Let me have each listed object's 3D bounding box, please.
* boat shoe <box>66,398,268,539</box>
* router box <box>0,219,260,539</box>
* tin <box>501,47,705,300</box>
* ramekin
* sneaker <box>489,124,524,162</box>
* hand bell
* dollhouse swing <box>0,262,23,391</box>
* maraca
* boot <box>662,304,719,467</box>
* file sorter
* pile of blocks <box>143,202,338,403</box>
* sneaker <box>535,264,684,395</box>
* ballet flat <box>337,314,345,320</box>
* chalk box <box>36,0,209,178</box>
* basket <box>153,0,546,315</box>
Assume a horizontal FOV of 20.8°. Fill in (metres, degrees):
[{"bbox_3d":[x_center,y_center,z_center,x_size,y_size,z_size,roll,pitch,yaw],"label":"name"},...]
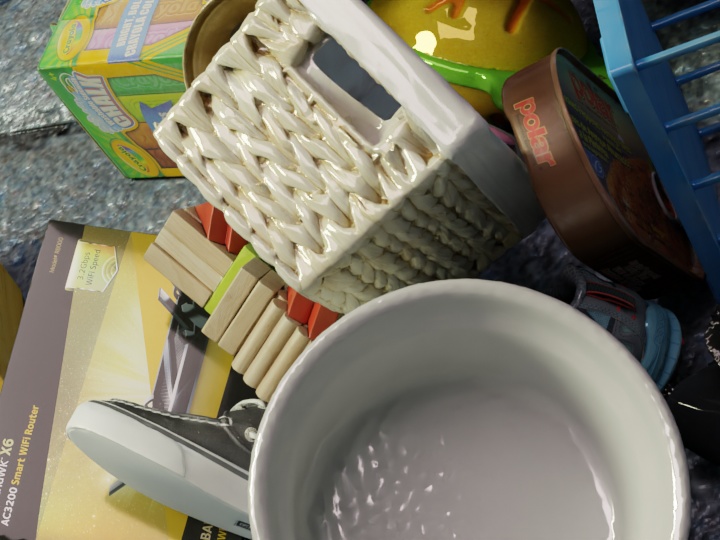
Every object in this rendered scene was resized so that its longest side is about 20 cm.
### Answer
[{"bbox_3d":[-0.057,0.102,1.051,0.200,0.072,0.068,22,68,-5],"label":"boat shoe"},{"bbox_3d":[-0.125,0.078,1.133,0.157,0.052,0.200,8,66,7],"label":"router box"},{"bbox_3d":[0.130,-0.048,1.036,0.042,0.200,0.112,-22,69,21],"label":"tin"},{"bbox_3d":[0.049,0.114,0.926,0.200,0.098,0.201,0,71,-1],"label":"ramekin"},{"bbox_3d":[0.014,-0.040,1.209,0.200,0.079,0.096,-8,73,29],"label":"sneaker"},{"bbox_3d":[-0.026,-0.143,1.254,0.104,0.104,0.200,-15,8,23],"label":"hand bell"},{"bbox_3d":[-0.350,0.043,1.290,0.200,0.176,0.182,-27,44,10],"label":"dollhouse swing"},{"bbox_3d":[0.085,-0.135,1.197,0.137,0.107,0.200,-17,35,-33],"label":"maraca"},{"bbox_3d":[0.260,0.041,0.957,0.200,0.076,0.168,-48,47,-1],"label":"boot"},{"bbox_3d":[0.207,-0.104,1.029,0.123,0.200,0.139,-20,46,15],"label":"file sorter"},{"bbox_3d":[-0.038,0.023,1.063,0.062,0.082,0.200,-56,51,23],"label":"pile of blocks"},{"bbox_3d":[0.069,0.049,1.049,0.200,0.095,0.079,-30,41,32],"label":"sneaker"},{"bbox_3d":[0.000,0.000,1.137,0.071,0.071,0.200,8,81,38],"label":"ballet flat"},{"bbox_3d":[-0.129,-0.146,1.342,0.200,0.124,0.124,-2,54,34],"label":"chalk box"},{"bbox_3d":[0.001,-0.053,1.011,0.123,0.200,0.136,-46,71,5],"label":"basket"}]
